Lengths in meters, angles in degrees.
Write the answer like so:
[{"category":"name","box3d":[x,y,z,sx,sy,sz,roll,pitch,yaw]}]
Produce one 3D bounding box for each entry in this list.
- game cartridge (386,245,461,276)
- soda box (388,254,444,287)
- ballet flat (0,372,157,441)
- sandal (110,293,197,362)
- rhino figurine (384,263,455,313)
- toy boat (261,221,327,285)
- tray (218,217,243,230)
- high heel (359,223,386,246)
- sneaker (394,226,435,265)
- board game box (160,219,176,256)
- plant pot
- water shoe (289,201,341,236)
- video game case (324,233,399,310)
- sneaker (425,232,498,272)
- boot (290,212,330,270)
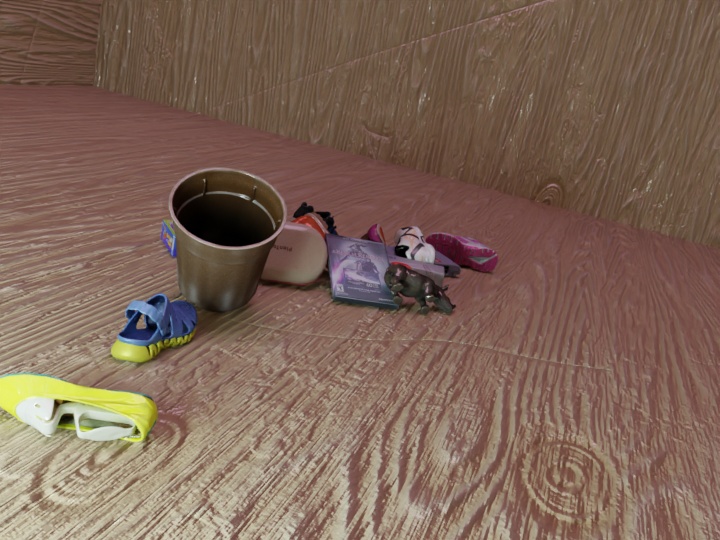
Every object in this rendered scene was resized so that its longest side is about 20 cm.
[{"category":"game cartridge","box3d":[0.140,-0.026,1.993,0.199,0.041,0.133,4,14,-26]},{"category":"soda box","box3d":[0.090,0.007,1.791,0.199,0.064,0.068,13,17,2]},{"category":"ballet flat","box3d":[-0.346,0.170,0.939,0.199,0.067,0.067,11,37,-12]},{"category":"sandal","box3d":[-0.312,0.076,1.228,0.079,0.087,0.200,13,14,9]},{"category":"rhino figurine","box3d":[0.131,0.043,1.667,0.199,0.060,0.088,22,34,-31]},{"category":"toy boat","box3d":[-0.172,-0.032,1.680,0.199,0.131,0.131,9,-13,-12]},{"category":"tray","box3d":[-0.260,-0.048,1.535,0.107,0.200,0.022,10,46,-6]},{"category":"high heel","box3d":[0.011,-0.058,1.857,0.096,0.068,0.200,-14,-16,1]},{"category":"sneaker","box3d":[0.114,-0.061,1.901,0.080,0.074,0.200,4,18,-18]},{"category":"board game box","box3d":[-0.334,-0.066,1.758,0.199,0.045,0.134,4,18,-27]},{"category":"plant pot","box3d":[-0.244,-0.044,1.400,0.199,0.199,0.201,9,47,-9]},{"category":"water shoe","box3d":[-0.082,-0.099,1.904,0.200,0.079,0.071,27,5,-47]},{"category":"video game case","box3d":[0.000,0.000,1.686,0.142,0.019,0.200,9,41,-18]},{"category":"sneaker","box3d":[0.267,-0.053,2.115,0.199,0.082,0.088,19,14,-7]},{"category":"boot","box3d":[-0.097,-0.042,1.756,0.107,0.075,0.200,-18,56,-45]}]
